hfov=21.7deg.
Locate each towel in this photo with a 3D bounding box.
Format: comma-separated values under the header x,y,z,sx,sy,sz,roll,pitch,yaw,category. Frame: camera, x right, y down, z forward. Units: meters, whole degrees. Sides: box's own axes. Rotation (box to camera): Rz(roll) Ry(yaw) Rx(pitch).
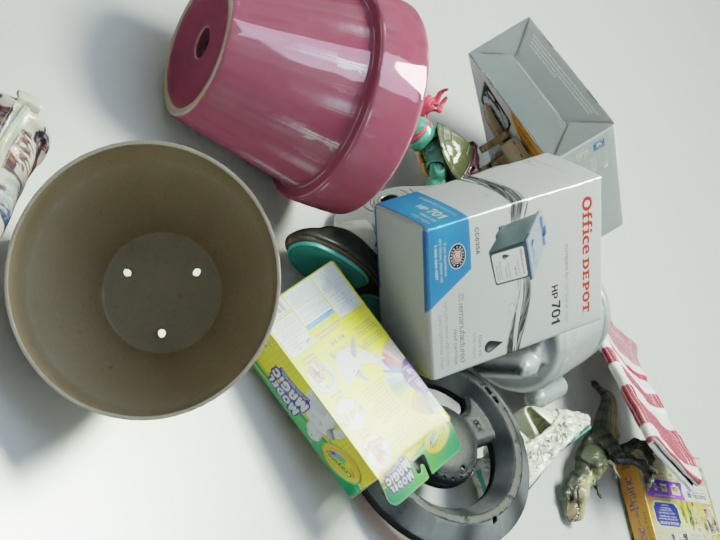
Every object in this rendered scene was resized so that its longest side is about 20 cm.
x,y,z,sx,sy,sz,roll,pitch,yaw,category
0.292,0.124,1.969,0.144,0.023,0.201,43,19,-51,towel

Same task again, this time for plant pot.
x,y,z,sx,sy,sz,roll,pitch,yaw,category
-0.156,0.011,1.408,0.134,0.199,0.201,87,-21,-86,plant pot
-0.066,-0.168,1.636,0.178,0.200,0.201,16,54,-28,plant pot

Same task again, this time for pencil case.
x,y,z,sx,sy,sz,roll,pitch,yaw,category
-0.283,-0.046,1.338,0.078,0.089,0.201,44,38,-25,pencil case

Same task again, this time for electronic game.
x,y,z,sx,sy,sz,roll,pitch,yaw,category
0.068,0.158,1.683,0.199,0.042,0.201,19,52,-26,electronic game

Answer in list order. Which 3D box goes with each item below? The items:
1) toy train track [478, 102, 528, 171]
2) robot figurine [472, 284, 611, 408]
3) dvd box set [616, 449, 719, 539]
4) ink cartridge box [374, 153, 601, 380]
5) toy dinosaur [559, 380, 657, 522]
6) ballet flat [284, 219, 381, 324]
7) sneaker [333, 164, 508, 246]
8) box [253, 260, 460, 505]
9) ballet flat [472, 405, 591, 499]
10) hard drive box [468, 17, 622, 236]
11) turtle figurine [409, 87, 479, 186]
x,y,z,sx,sy,sz,roll,pitch,yaw,category
0.138,-0.105,1.910,0.115,0.032,0.200,59,-4,2,toy train track
0.177,0.052,1.862,0.200,0.112,0.171,-26,116,-56,robot figurine
0.340,0.291,1.993,0.146,0.029,0.201,12,58,-49,dvd box set
0.117,-0.006,1.684,0.199,0.086,0.147,-17,116,-29,ink cartridge box
0.261,0.186,1.925,0.088,0.048,0.200,22,39,4,toy dinosaur
0.000,0.000,1.703,0.200,0.068,0.069,43,48,-42,ballet flat
0.079,-0.023,1.772,0.073,0.199,0.112,-113,-167,-59,sneaker
-0.008,0.101,1.600,0.200,0.048,0.117,52,44,4,box
0.163,0.166,1.807,0.072,0.072,0.200,61,33,-3,ballet flat
0.189,-0.131,1.890,0.156,0.077,0.200,57,-6,29,hard drive box
0.074,-0.091,1.841,0.200,0.100,0.150,48,39,-33,turtle figurine
